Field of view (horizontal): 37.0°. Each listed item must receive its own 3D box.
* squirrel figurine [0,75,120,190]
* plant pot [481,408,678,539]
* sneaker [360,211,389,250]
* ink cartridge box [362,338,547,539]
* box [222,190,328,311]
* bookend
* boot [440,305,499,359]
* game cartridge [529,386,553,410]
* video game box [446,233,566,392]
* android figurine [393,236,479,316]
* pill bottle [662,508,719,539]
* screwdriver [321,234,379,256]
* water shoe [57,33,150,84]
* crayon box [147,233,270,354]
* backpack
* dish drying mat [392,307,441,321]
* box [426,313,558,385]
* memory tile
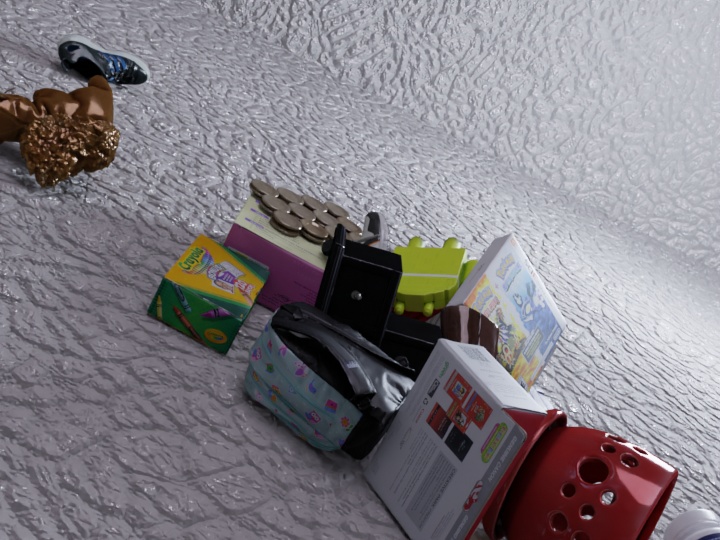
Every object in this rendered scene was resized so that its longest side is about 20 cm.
[{"bbox_3d":[-0.460,-0.210,1.585,0.184,0.144,0.200,8,25,-33],"label":"squirrel figurine"},{"bbox_3d":[0.257,0.282,1.288,0.181,0.203,0.199,29,17,26],"label":"plant pot"},{"bbox_3d":[0.000,0.000,1.626,0.078,0.074,0.203,7,65,-2],"label":"sneaker"},{"bbox_3d":[0.116,0.215,1.233,0.083,0.202,0.176,13,24,-40],"label":"ink cartridge box"},{"bbox_3d":[-0.121,-0.023,1.656,0.174,0.098,0.200,28,20,-6],"label":"box"},{"bbox_3d":[0.033,0.070,1.432,0.196,0.202,0.092,16,17,-5],"label":"bookend"},{"bbox_3d":[0.187,0.151,1.481,0.184,0.064,0.203,25,46,-24],"label":"boot"},{"bbox_3d":[0.259,0.231,1.665,0.128,0.039,0.201,18,22,-20],"label":"game cartridge"},{"bbox_3d":[0.229,0.071,1.661,0.183,0.046,0.200,54,44,-13],"label":"video game box"},{"bbox_3d":[0.101,0.010,1.700,0.178,0.042,0.201,1,32,13],"label":"android figurine"},{"bbox_3d":[0.467,0.405,1.386,0.118,0.121,0.201,23,20,-17],"label":"pill bottle"},{"bbox_3d":[-0.017,-0.040,1.517,0.029,0.028,0.200,16,-10,-16],"label":"screwdriver"},{"bbox_3d":[-0.504,-0.391,2.111,0.198,0.071,0.080,16,50,-38],"label":"water shoe"},{"bbox_3d":[-0.202,0.028,1.466,0.117,0.059,0.200,28,19,-4],"label":"crayon box"},{"bbox_3d":[-0.045,0.134,1.321,0.199,0.128,0.167,35,18,9],"label":"backpack"},{"bbox_3d":[0.074,0.061,1.680,0.198,0.018,0.076,-30,39,-30],"label":"dish drying mat"},{"bbox_3d":[0.201,0.101,1.794,0.197,0.107,0.153,19,21,-28],"label":"box"},{"bbox_3d":[-0.076,-0.082,1.695,0.198,0.017,0.154,16,24,-38],"label":"memory tile"}]
